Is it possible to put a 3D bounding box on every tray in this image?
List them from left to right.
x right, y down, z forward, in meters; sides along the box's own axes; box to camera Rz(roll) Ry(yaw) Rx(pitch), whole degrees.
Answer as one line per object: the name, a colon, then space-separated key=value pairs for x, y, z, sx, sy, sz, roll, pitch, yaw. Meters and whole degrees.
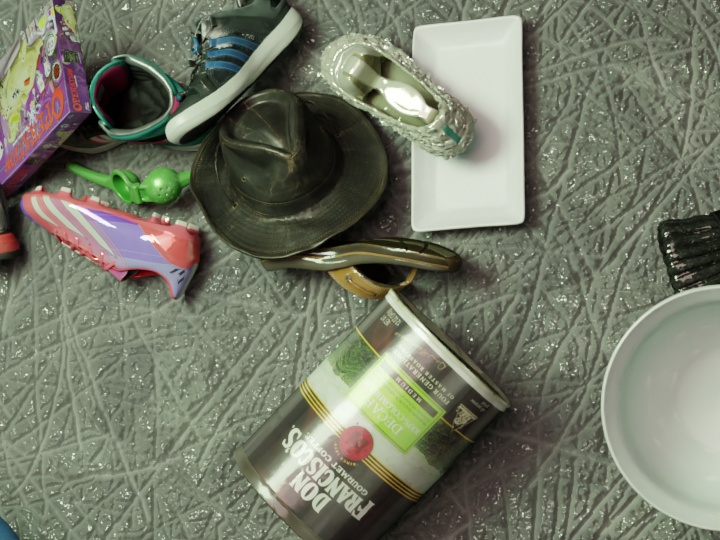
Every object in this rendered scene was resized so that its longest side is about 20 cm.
tray: x=0.101 y=-0.134 z=1.671 sx=0.107 sy=0.022 sz=0.201 roll=-4 pitch=76 yaw=19

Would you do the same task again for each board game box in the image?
board game box: x=-0.321 y=-0.164 z=1.760 sx=0.200 sy=0.032 sz=0.120 roll=-35 pitch=65 yaw=50

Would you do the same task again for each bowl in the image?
bowl: x=0.302 y=0.109 z=1.491 sx=0.200 sy=0.090 sz=0.202 roll=1 pitch=93 yaw=12

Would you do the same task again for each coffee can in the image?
coffee can: x=0.010 y=0.137 z=1.568 sx=0.200 sy=0.146 sz=0.146 roll=-46 pitch=67 yaw=3

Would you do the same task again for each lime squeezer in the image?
lime squeezer: x=-0.207 y=-0.093 z=1.747 sx=0.199 sy=0.038 sz=0.071 roll=-3 pitch=50 yaw=20

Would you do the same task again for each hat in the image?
hat: x=-0.073 y=-0.112 z=1.661 sx=0.200 sy=0.081 sz=0.201 roll=-7 pitch=51 yaw=9

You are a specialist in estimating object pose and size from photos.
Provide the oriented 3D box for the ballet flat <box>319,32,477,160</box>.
ballet flat: x=0.025 y=-0.171 z=1.663 sx=0.200 sy=0.072 sz=0.072 roll=35 pitch=90 yaw=35

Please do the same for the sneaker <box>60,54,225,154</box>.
sneaker: x=-0.243 y=-0.156 z=1.742 sx=0.199 sy=0.121 sz=0.084 roll=1 pitch=77 yaw=20

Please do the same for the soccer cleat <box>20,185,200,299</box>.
soccer cleat: x=-0.247 y=-0.029 z=1.745 sx=0.199 sy=0.067 sz=0.077 roll=14 pitch=86 yaw=19

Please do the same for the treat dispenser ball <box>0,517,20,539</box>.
treat dispenser ball: x=-0.394 y=0.300 z=1.639 sx=0.200 sy=0.201 sz=0.202 roll=-5 pitch=75 yaw=18

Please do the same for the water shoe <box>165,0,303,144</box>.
water shoe: x=-0.136 y=-0.196 z=1.701 sx=0.079 sy=0.071 sz=0.200 roll=44 pitch=53 yaw=-5

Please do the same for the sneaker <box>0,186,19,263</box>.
sneaker: x=-0.433 y=-0.055 z=1.801 sx=0.200 sy=0.071 sz=0.098 roll=2 pitch=99 yaw=18

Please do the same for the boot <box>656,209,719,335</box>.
boot: x=0.327 y=-0.057 z=1.542 sx=0.157 sy=0.079 sz=0.212 roll=-12 pitch=74 yaw=16

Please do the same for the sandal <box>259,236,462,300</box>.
sandal: x=0.000 y=0.000 z=1.646 sx=0.199 sy=0.082 sz=0.055 roll=-1 pitch=97 yaw=22
